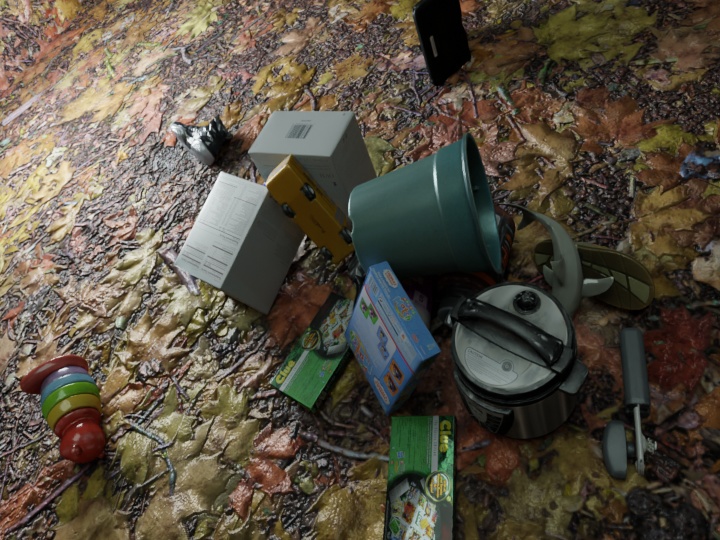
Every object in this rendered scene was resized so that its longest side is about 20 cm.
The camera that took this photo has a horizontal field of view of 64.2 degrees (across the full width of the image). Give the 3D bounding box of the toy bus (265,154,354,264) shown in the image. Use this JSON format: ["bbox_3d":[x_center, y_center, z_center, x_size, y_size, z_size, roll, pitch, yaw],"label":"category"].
[{"bbox_3d":[-0.086,-0.110,1.058,0.064,0.200,0.079,-35,21,19],"label":"toy bus"}]

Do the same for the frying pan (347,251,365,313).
[{"bbox_3d":[-0.006,0.003,1.048,0.115,0.030,0.195,-35,30,64],"label":"frying pan"}]

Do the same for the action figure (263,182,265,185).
[{"bbox_3d":[-0.193,-0.207,1.311,0.063,0.052,0.204,9,56,23],"label":"action figure"}]

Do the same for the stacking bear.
[{"bbox_3d":[-0.546,0.273,1.090,0.113,0.122,0.201,-39,59,1],"label":"stacking bear"}]

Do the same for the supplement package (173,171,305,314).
[{"bbox_3d":[-0.227,-0.053,1.119,0.148,0.151,0.205,20,80,34],"label":"supplement package"}]

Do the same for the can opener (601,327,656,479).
[{"bbox_3d":[0.363,0.175,0.778,0.064,0.053,0.205,0,56,25],"label":"can opener"}]

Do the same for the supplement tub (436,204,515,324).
[{"bbox_3d":[0.188,-0.004,0.953,0.104,0.108,0.205,7,60,28],"label":"supplement tub"}]

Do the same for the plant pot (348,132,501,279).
[{"bbox_3d":[0.094,-0.078,0.860,0.190,0.201,0.206,-12,51,21],"label":"plant pot"}]

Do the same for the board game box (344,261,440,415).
[{"bbox_3d":[0.039,0.108,0.858,0.036,0.202,0.154,-18,63,-26],"label":"board game box"}]

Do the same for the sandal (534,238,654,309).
[{"bbox_3d":[0.368,-0.006,0.904,0.053,0.083,0.197,-17,28,-38],"label":"sandal"}]

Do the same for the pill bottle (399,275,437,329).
[{"bbox_3d":[0.078,0.009,0.989,0.109,0.113,0.205,-2,56,22],"label":"pill bottle"}]

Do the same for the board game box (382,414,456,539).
[{"bbox_3d":[0.087,0.311,0.825,0.101,0.024,0.205,-7,54,22],"label":"board game box"}]

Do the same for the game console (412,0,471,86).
[{"bbox_3d":[0.178,-0.563,1.299,0.175,0.202,0.116,-40,49,-8],"label":"game console"}]

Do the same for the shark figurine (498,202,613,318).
[{"bbox_3d":[0.294,-0.022,0.873,0.126,0.088,0.222,-27,68,40],"label":"shark figurine"}]

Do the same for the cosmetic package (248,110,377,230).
[{"bbox_3d":[-0.085,-0.198,1.153,0.194,0.202,0.125,9,57,29],"label":"cosmetic package"}]

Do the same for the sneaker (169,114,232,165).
[{"bbox_3d":[-0.414,-0.361,1.508,0.114,0.076,0.199,-44,56,-12],"label":"sneaker"}]

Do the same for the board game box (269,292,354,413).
[{"bbox_3d":[-0.065,0.139,1.008,0.103,0.024,0.202,21,66,33],"label":"board game box"}]

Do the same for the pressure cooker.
[{"bbox_3d":[0.211,0.117,0.792,0.170,0.202,0.183,-14,51,12],"label":"pressure cooker"}]
